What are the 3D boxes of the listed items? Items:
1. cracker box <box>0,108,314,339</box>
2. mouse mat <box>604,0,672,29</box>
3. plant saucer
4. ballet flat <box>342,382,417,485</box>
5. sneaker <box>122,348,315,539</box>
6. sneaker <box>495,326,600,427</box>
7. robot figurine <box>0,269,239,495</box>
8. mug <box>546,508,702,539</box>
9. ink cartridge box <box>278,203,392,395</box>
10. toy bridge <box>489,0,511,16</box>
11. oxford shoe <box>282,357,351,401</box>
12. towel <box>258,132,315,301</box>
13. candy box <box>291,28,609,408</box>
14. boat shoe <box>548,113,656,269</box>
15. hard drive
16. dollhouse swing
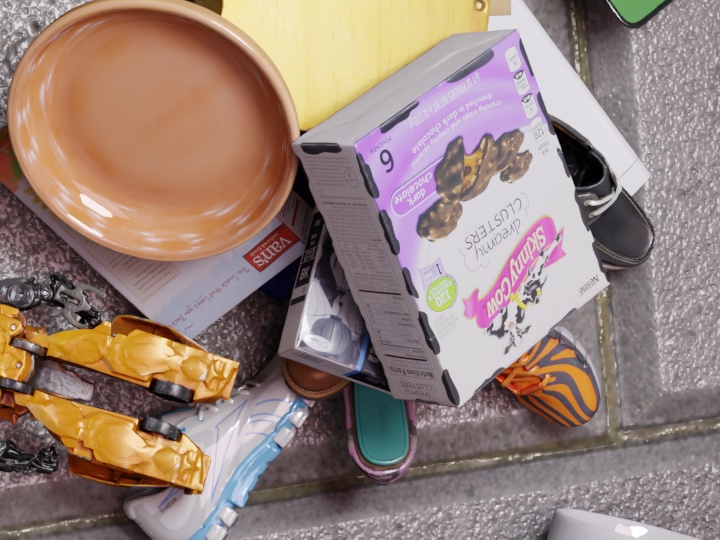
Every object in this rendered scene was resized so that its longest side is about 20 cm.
[{"bbox_3d":[-0.147,-0.057,1.534,0.134,0.058,0.200,-36,112,24],"label":"cracker box"},{"bbox_3d":[0.193,-0.297,1.700,0.200,0.008,0.161,51,51,0],"label":"mouse mat"},{"bbox_3d":[-0.136,-0.098,1.445,0.198,0.038,0.202,4,124,6],"label":"plant saucer"},{"bbox_3d":[0.008,0.065,1.627,0.068,0.071,0.202,-1,72,-10],"label":"ballet flat"},{"bbox_3d":[-0.102,0.117,1.591,0.086,0.075,0.201,37,76,-13],"label":"sneaker"},{"bbox_3d":[0.103,0.073,1.643,0.200,0.077,0.112,43,35,-19],"label":"sneaker"},{"bbox_3d":[-0.194,0.086,1.533,0.198,0.058,0.146,17,79,-1],"label":"robot figurine"},{"bbox_3d":[0.216,0.292,1.696,0.199,0.147,0.177,13,90,-53],"label":"mug"},{"bbox_3d":[0.014,-0.022,1.521,0.099,0.039,0.202,19,72,-19],"label":"ink cartridge box"},{"bbox_3d":[0.086,-0.105,1.604,0.027,0.067,0.202,-11,103,-34],"label":"toy bridge"},{"bbox_3d":[0.000,0.000,1.575,0.071,0.071,0.201,27,76,8],"label":"oxford shoe"},{"bbox_3d":[-0.092,-0.084,1.584,0.199,0.050,0.148,34,95,-16],"label":"towel"},{"bbox_3d":[0.065,-0.036,1.466,0.167,0.071,0.201,-37,115,-33],"label":"candy box"},{"bbox_3d":[0.168,-0.060,1.666,0.200,0.067,0.072,40,70,-34],"label":"boat shoe"},{"bbox_3d":[0.127,-0.109,1.710,0.132,0.027,0.200,-44,105,-17],"label":"hard drive"},{"bbox_3d":[-0.033,-0.186,1.565,0.198,0.176,0.184,6,90,-23],"label":"dollhouse swing"}]
